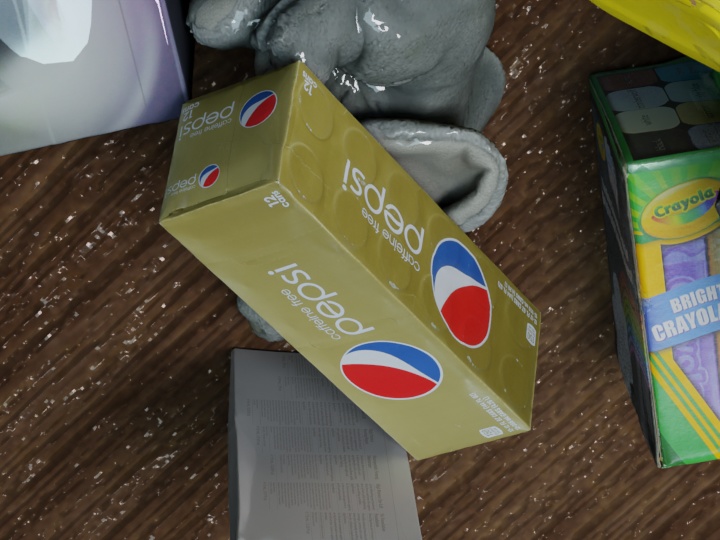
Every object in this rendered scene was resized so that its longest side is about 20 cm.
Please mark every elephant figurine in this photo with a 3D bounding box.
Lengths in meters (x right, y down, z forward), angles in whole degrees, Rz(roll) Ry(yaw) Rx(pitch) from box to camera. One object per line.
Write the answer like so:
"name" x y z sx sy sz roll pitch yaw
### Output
"elephant figurine" 0.011 -0.068 1.131 0.142 0.155 0.200 -44 130 -31

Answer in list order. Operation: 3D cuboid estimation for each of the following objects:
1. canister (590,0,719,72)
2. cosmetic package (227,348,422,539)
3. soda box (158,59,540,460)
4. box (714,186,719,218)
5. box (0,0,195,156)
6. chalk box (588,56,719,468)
"canister" 0.182 -0.185 1.033 0.200 0.148 0.087 -52 140 -4
"cosmetic package" -0.020 0.100 1.145 0.082 0.200 0.051 2 112 -4
"soda box" 0.000 0.000 1.072 0.064 0.068 0.200 -18 137 31
"box" 0.259 -0.032 0.995 0.200 0.106 0.122 -16 116 24
"box" -0.188 -0.155 1.070 0.198 0.123 0.200 -13 114 1
"chalk box" 0.178 -0.031 1.143 0.123 0.124 0.200 -8 115 0
